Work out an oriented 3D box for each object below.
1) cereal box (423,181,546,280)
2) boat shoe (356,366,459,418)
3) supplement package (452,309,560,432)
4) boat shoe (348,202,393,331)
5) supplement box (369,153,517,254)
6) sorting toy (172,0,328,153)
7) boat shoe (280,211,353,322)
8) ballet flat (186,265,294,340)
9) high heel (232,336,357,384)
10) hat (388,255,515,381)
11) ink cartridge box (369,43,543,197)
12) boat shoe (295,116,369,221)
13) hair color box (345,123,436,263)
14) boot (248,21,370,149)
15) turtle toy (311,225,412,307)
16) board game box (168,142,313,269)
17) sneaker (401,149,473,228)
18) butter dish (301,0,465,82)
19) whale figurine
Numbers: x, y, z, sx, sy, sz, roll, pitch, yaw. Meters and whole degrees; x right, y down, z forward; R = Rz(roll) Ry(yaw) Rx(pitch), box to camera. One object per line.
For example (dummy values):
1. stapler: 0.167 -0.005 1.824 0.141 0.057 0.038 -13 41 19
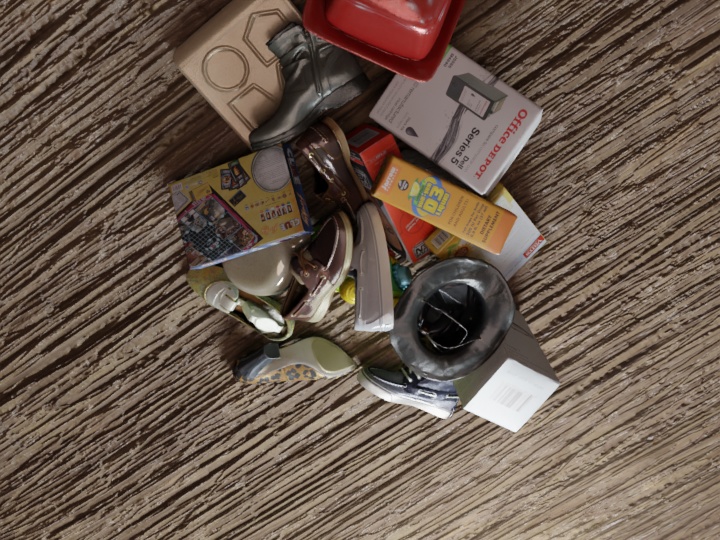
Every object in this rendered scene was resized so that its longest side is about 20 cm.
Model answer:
1. cereal box: 0.200 -0.045 1.299 0.144 0.040 0.200 -45 143 5
2. boat shoe: 0.096 0.187 1.463 0.199 0.075 0.093 21 108 -25
3. supplement package: 0.219 0.143 1.368 0.117 0.200 0.117 26 114 -25
4. boat shoe: 0.005 -0.005 1.226 0.068 0.072 0.201 -5 76 -5
5. supplement box: 0.115 -0.094 1.172 0.199 0.069 0.067 24 98 -5
6. sorting toy: -0.139 -0.290 1.198 0.185 0.037 0.200 -36 112 13
7. boat shoe: -0.070 -0.001 1.219 0.072 0.072 0.200 0 135 -30
8. ballet flat: -0.193 0.055 1.357 0.200 0.071 0.071 31 111 -20
9. high heel: -0.117 0.168 1.447 0.199 0.072 0.142 12 150 -33
10. hat: 0.134 0.064 1.270 0.200 0.081 0.201 -2 109 -7
11. ink cartridge box: 0.137 -0.219 1.176 0.200 0.084 0.146 36 98 7
12. boat shoe: -0.044 -0.138 1.236 0.070 0.070 0.200 -43 140 -15
13. hair color box: 0.044 -0.117 1.264 0.061 0.101 0.200 -34 118 -10
14. boot: -0.096 -0.268 1.164 0.200 0.068 0.131 -32 106 5
15. turtle toy: 0.000 0.000 1.318 0.200 0.146 0.101 25 91 -19
16. board game box: -0.179 -0.093 1.231 0.199 0.035 0.136 -16 86 20
17. sneaker: 0.122 -0.101 1.305 0.200 0.073 0.114 30 114 -20
18. butter dish: 0.049 -0.378 1.064 0.199 0.148 0.201 23 82 -8
19. whale figurine: -0.140 -0.062 1.292 0.159 0.104 0.201 10 97 22
